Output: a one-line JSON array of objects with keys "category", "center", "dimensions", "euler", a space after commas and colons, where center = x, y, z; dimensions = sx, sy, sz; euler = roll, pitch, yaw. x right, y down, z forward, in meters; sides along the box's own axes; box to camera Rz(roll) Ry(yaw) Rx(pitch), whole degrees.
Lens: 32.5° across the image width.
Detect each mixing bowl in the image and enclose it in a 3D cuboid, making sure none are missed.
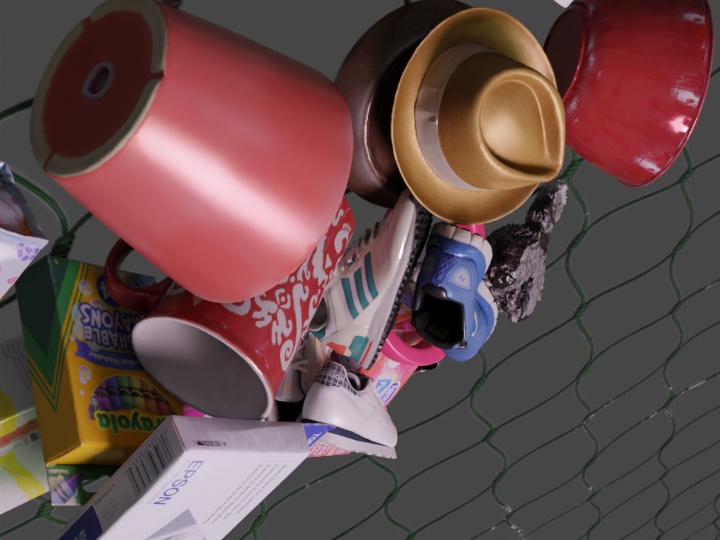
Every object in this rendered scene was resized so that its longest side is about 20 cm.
[{"category": "mixing bowl", "center": [0.237, -0.190, 1.179], "dimensions": [0.107, 0.201, 0.201], "euler": [11, 130, -17]}]

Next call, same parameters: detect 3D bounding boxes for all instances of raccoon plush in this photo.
[{"category": "raccoon plush", "center": [0.146, -0.020, 1.413], "dimensions": [0.201, 0.133, 0.097], "euler": [-56, 144, -34]}]

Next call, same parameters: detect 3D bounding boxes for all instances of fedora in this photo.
[{"category": "fedora", "center": [0.120, -0.127, 1.074], "dimensions": [0.199, 0.082, 0.203], "euler": [-12, 112, -32]}]

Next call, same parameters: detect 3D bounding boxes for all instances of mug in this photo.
[{"category": "mug", "center": [-0.106, -0.002, 1.061], "dimensions": [0.133, 0.177, 0.201], "euler": [-23, -150, 49]}]

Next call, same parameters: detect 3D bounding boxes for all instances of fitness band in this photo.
[{"category": "fitness band", "center": [0.067, -0.001, 1.275], "dimensions": [0.144, 0.037, 0.202], "euler": [42, 62, -42]}]

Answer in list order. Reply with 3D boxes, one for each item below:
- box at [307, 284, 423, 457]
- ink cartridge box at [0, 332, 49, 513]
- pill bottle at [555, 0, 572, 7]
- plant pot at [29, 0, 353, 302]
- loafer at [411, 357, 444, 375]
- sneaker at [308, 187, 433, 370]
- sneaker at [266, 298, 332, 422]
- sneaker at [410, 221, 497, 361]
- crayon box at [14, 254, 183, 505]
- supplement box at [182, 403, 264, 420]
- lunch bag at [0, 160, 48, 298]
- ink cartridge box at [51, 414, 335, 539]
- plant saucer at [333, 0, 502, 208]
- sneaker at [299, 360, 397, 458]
[{"category": "box", "center": [-0.014, 0.102, 1.360], "dimensions": [0.095, 0.100, 0.201], "euler": [6, 128, -48]}, {"category": "ink cartridge box", "center": [-0.335, 0.149, 1.115], "dimensions": [0.198, 0.084, 0.146], "euler": [-25, 146, -20]}, {"category": "pill bottle", "center": [0.207, -0.322, 1.021], "dimensions": [0.200, 0.113, 0.112], "euler": [-50, 146, 18]}, {"category": "plant pot", "center": [-0.133, -0.100, 0.917], "dimensions": [0.200, 0.201, 0.177], "euler": [-45, 137, 13]}, {"category": "loafer", "center": [0.065, 0.107, 1.480], "dimensions": [0.198, 0.063, 0.072], "euler": [-25, 147, -19]}, {"category": "sneaker", "center": [0.000, 0.000, 1.152], "dimensions": [0.071, 0.092, 0.201], "euler": [-59, 170, -53]}, {"category": "sneaker", "center": [-0.061, 0.084, 1.245], "dimensions": [0.092, 0.075, 0.202], "euler": [-62, 157, -64]}, {"category": "sneaker", "center": [0.080, 0.039, 1.176], "dimensions": [0.090, 0.078, 0.201], "euler": [-61, 158, -23]}, {"category": "crayon box", "center": [-0.216, 0.095, 1.050], "dimensions": [0.051, 0.202, 0.125], "euler": [-28, 156, 30]}, {"category": "supplement box", "center": [-0.162, 0.143, 1.263], "dimensions": [0.100, 0.104, 0.201], "euler": [-26, 148, -16]}, {"category": "lunch bag", "center": [-0.351, -0.014, 0.855], "dimensions": [0.170, 0.127, 0.199], "euler": [-48, 140, 13]}, {"category": "ink cartridge box", "center": [-0.137, 0.198, 1.051], "dimensions": [0.199, 0.041, 0.200], "euler": [9, 132, -49]}, {"category": "plant saucer", "center": [0.064, -0.143, 1.121], "dimensions": [0.198, 0.034, 0.202], "euler": [-15, 123, -24]}, {"category": "sneaker", "center": [-0.002, 0.146, 1.270], "dimensions": [0.200, 0.075, 0.082], "euler": [35, 64, -70]}]
